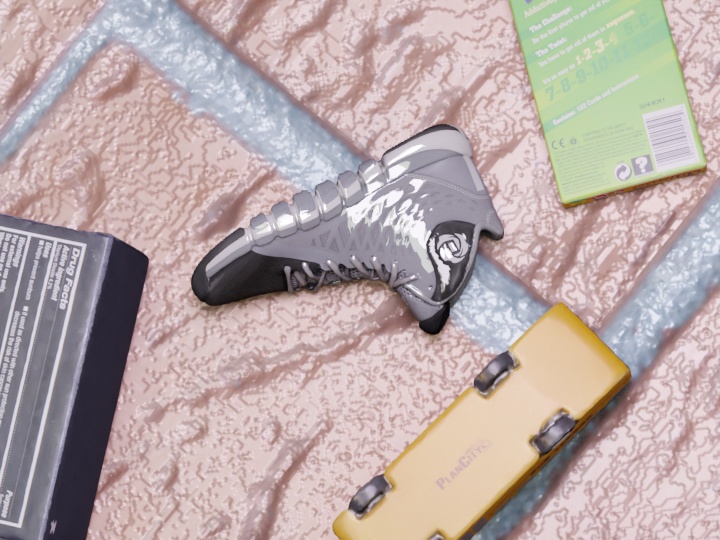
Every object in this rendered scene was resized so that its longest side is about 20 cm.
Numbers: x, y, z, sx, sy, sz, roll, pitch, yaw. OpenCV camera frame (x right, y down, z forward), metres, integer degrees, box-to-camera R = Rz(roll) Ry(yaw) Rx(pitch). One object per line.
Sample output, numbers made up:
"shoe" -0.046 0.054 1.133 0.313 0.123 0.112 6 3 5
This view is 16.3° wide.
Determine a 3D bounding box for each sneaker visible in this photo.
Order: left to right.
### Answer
"sneaker" 0.000 0.000 1.582 0.200 0.075 0.116 -29 82 1

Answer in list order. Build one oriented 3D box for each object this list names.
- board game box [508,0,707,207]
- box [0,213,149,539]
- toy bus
"board game box" 0.150 -0.148 1.608 0.095 0.030 0.201 -15 82 5
"box" -0.256 0.061 1.578 0.198 0.123 0.201 12 85 10
"toy bus" 0.075 0.111 1.553 0.200 0.078 0.065 -45 80 -1
